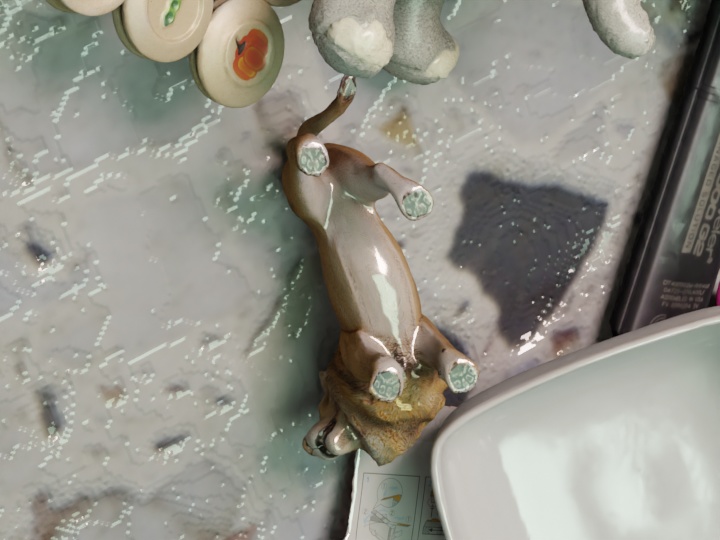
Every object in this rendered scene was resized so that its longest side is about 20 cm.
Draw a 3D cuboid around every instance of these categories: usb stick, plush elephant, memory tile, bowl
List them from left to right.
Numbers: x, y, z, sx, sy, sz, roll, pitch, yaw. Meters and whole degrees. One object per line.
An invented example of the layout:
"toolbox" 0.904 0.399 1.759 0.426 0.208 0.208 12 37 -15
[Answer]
"memory tile" -0.055 -0.182 1.238 0.153 0.017 0.201 31 80 -44
"plush elephant" 0.085 -0.162 1.271 0.165 0.154 0.201 23 82 -77
"bowl" 0.144 0.121 1.433 0.199 0.075 0.201 -21 106 2
"usb stick" 0.175 -0.051 1.451 0.055 0.033 0.201 5 108 -37

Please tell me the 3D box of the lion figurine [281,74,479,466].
"lion figurine" 0.000 0.000 1.347 0.072 0.122 0.201 -12 102 -13

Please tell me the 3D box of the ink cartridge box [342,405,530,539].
"ink cartridge box" 0.046 0.169 1.480 0.160 0.050 0.201 6 90 -30

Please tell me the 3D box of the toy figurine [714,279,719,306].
"toy figurine" 0.272 0.017 1.489 0.183 0.150 0.201 11 83 -22
